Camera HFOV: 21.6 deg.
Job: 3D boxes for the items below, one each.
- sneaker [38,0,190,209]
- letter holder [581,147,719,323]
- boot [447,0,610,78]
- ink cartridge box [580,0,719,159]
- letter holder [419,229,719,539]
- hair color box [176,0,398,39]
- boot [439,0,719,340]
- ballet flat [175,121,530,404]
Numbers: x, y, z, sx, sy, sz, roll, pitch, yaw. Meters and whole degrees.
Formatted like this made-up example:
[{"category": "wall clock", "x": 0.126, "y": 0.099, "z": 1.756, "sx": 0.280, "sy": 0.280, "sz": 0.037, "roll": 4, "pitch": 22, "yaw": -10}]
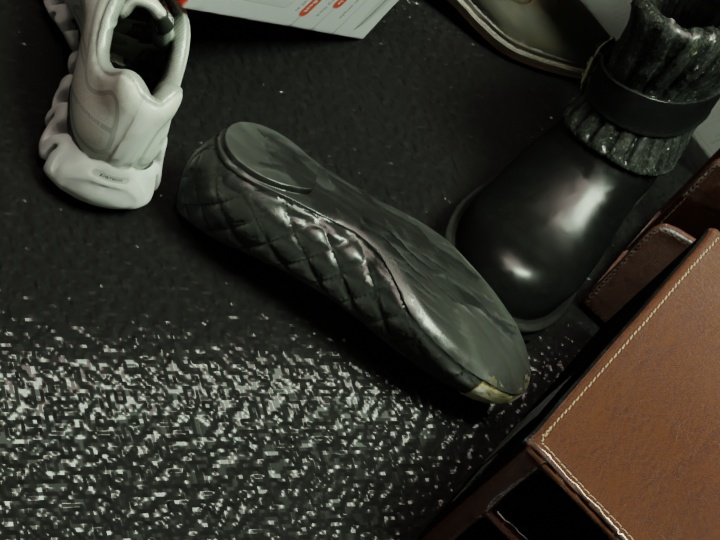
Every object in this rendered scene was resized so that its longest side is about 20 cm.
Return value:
[{"category": "sneaker", "x": -0.115, "y": -0.128, "z": 0.933, "sx": 0.075, "sy": 0.081, "sz": 0.200, "roll": 10, "pitch": 50, "yaw": -24}, {"category": "letter holder", "x": 0.247, "y": 0.022, "z": 0.998, "sx": 0.200, "sy": 0.142, "sz": 0.101, "roll": 43, "pitch": 45, "yaw": 4}, {"category": "boot", "x": 0.098, "y": -0.185, "z": 1.098, "sx": 0.200, "sy": 0.097, "sz": 0.075, "roll": 24, "pitch": 47, "yaw": -14}, {"category": "ink cartridge box", "x": 0.229, "y": -0.130, "z": 1.063, "sx": 0.200, "sy": 0.145, "sz": 0.048, "roll": 46, "pitch": 50, "yaw": -20}, {"category": "letter holder", "x": 0.150, "y": 0.100, "z": 0.897, "sx": 0.142, "sy": 0.101, "sz": 0.200, "roll": 45, "pitch": 45, "yaw": 3}, {"category": "hair color box", "x": -0.022, "y": -0.183, "z": 0.962, "sx": 0.064, "sy": 0.111, "sz": 0.200, "roll": 53, "pitch": 21, "yaw": 15}, {"category": "boot", "x": 0.129, "y": -0.068, "z": 0.983, "sx": 0.079, "sy": 0.158, "sz": 0.211, "roll": 39, "pitch": 45, "yaw": 1}, {"category": "ballet flat", "x": 0.000, "y": 0.000, "z": 0.925, "sx": 0.200, "sy": 0.057, "sz": 0.067, "roll": 37, "pitch": 41, "yaw": -4}]
